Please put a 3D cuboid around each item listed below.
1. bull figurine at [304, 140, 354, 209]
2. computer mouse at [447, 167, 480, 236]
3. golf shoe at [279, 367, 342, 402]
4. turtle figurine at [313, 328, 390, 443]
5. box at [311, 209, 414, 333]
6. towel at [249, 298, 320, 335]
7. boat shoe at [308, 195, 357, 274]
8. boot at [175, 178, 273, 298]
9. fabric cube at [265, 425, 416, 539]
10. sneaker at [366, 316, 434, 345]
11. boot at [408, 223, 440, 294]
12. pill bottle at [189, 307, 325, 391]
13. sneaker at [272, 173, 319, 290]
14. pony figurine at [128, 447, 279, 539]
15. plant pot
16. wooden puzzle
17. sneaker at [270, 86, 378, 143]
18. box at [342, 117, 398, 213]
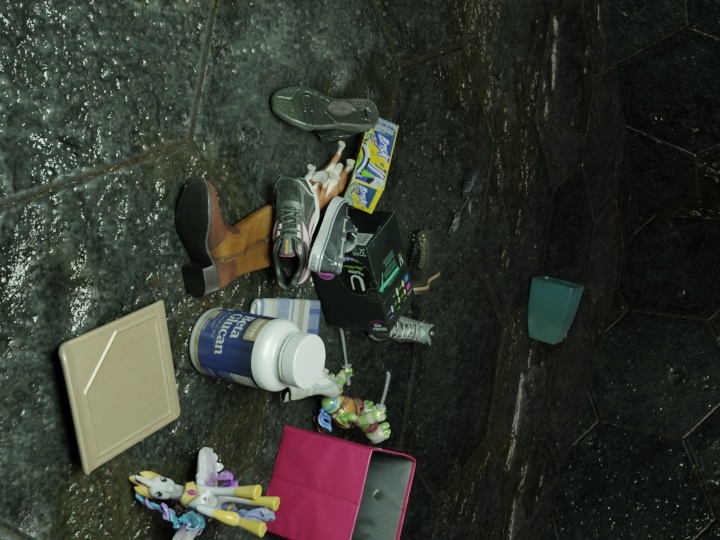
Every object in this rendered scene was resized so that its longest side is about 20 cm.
[{"bbox_3d":[-0.074,-0.147,1.385,0.122,0.065,0.200,-57,179,41],"label":"bull figurine"},{"bbox_3d":[0.260,-0.178,1.986,0.059,0.034,0.201,68,44,-64],"label":"computer mouse"},{"bbox_3d":[-0.109,0.198,1.388,0.098,0.078,0.200,-56,137,-12],"label":"golf shoe"},{"bbox_3d":[0.010,0.257,1.554,0.201,0.143,0.194,-66,149,-19],"label":"turtle figurine"},{"bbox_3d":[0.000,0.000,1.476,0.124,0.147,0.201,-51,137,-42],"label":"box"},{"bbox_3d":[-0.139,0.123,1.395,0.199,0.024,0.148,4,93,-59],"label":"towel"},{"bbox_3d":[-0.037,-0.060,1.343,0.201,0.067,0.072,-73,177,-56],"label":"boat shoe"},{"bbox_3d":[-0.195,-0.070,1.221,0.200,0.068,0.190,-31,121,-53],"label":"boot"},{"bbox_3d":[-0.039,0.419,1.452,0.196,0.198,0.202,32,69,-55],"label":"fabric cube"},{"bbox_3d":[0.102,0.126,1.701,0.200,0.115,0.076,14,85,-59],"label":"sneaker"},{"bbox_3d":[0.125,-0.024,1.761,0.200,0.077,0.140,-32,120,-67],"label":"boot"},{"bbox_3d":[-0.158,0.124,1.194,0.111,0.199,0.112,-17,111,-56],"label":"pill bottle"},{"bbox_3d":[-0.111,-0.058,1.281,0.086,0.080,0.202,-72,160,-67],"label":"sneaker"},{"bbox_3d":[-0.230,0.347,1.168,0.193,0.198,0.168,67,33,-63],"label":"pony figurine"},{"bbox_3d":[0.635,0.134,2.558,0.141,0.140,0.202,-4,106,-58],"label":"plant pot"},{"bbox_3d":[-0.334,0.157,1.077,0.200,0.037,0.187,-33,123,-57],"label":"wooden puzzle"},{"bbox_3d":[-0.078,-0.270,1.370,0.198,0.114,0.077,-1,81,-31],"label":"sneaker"},{"bbox_3d":[0.020,-0.206,1.476,0.070,0.064,0.201,118,-10,-47],"label":"box"}]
